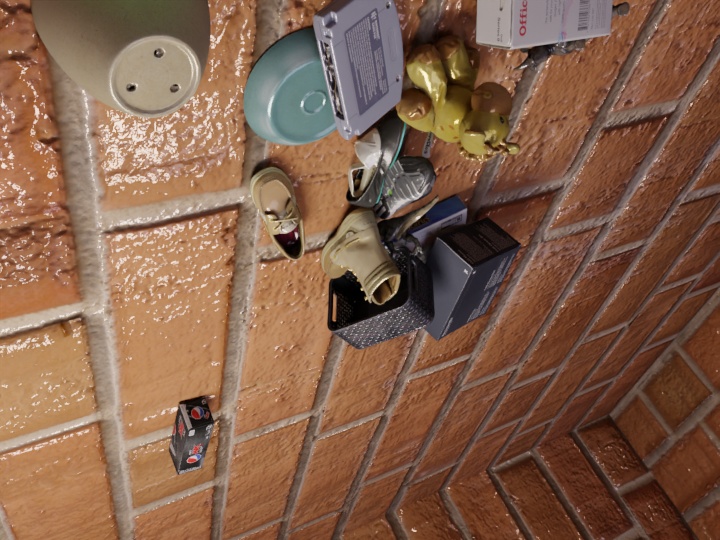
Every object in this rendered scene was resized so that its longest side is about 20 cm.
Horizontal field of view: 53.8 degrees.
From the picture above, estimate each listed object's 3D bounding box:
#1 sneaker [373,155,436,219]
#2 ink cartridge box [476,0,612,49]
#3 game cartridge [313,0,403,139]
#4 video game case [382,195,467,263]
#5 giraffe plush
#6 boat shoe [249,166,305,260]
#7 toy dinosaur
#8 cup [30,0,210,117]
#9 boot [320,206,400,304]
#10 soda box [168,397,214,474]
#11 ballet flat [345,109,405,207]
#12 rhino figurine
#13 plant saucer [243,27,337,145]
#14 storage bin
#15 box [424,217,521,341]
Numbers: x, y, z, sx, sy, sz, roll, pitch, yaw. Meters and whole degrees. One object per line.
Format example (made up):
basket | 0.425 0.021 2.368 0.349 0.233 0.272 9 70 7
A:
sneaker | 0.099 -0.165 1.256 0.114 0.076 0.199 -27 178 -28
ink cartridge box | 0.269 -0.410 1.031 0.196 0.087 0.149 -16 117 -26
game cartridge | 0.005 -0.300 0.997 0.132 0.041 0.202 -39 144 -21
video game case | 0.125 -0.047 1.482 0.197 0.046 0.183 -25 146 -12
giraffe plush | 0.164 -0.242 1.094 0.170 0.161 0.204 -25 131 -29
boat shoe | -0.128 -0.091 1.183 0.073 0.067 0.201 -28 148 -5
toy dinosaur | 0.071 -0.064 1.317 0.198 0.090 0.047 -22 165 39
cup | -0.247 -0.256 0.786 0.197 0.145 0.202 -22 146 -15
boot | 0.000 0.000 1.320 0.072 0.158 0.201 -12 155 -33
soda box | -0.379 0.372 1.586 0.062 0.071 0.202 -10 142 -32
ballet flat | 0.019 -0.181 1.194 0.067 0.069 0.202 -5 139 -23
rhino figurine | 0.339 -0.388 1.177 0.198 0.088 0.060 -35 108 6
plant saucer | -0.074 -0.255 1.039 0.196 0.036 0.202 -22 146 -16
storage bin | 0.039 0.056 1.396 0.197 0.138 0.093 -21 140 29
box | 0.212 0.015 1.477 0.180 0.104 0.203 -22 143 -43
